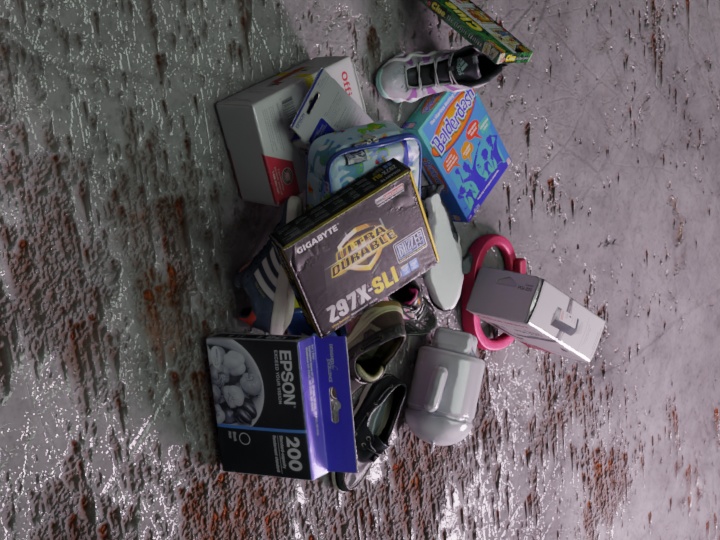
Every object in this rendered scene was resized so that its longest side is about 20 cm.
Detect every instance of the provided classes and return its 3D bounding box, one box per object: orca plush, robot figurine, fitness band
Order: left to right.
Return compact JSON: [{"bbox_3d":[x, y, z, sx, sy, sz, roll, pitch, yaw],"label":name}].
[{"bbox_3d":[0.113,-0.036,1.850,0.104,0.071,0.202,-24,97,-20],"label":"orca plush"},{"bbox_3d":[0.137,0.197,1.864,0.169,0.112,0.203,27,75,-69],"label":"robot figurine"},{"bbox_3d":[0.231,0.038,1.995,0.142,0.037,0.203,-8,101,-42],"label":"fitness band"}]

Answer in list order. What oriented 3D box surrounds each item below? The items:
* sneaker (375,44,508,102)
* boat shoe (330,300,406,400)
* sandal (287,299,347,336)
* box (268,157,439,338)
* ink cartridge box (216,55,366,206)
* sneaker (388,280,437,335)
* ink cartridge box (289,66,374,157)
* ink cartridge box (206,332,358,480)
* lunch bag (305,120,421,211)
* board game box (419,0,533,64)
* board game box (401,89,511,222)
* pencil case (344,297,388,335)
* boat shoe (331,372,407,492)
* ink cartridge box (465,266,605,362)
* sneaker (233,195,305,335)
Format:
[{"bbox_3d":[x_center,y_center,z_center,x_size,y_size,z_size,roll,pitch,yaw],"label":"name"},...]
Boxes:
[{"bbox_3d":[0.131,-0.307,1.737,0.198,0.140,0.079,-16,98,-22],"label":"sneaker"},{"bbox_3d":[0.004,0.126,1.597,0.071,0.067,0.202,8,135,-29],"label":"boat shoe"},{"bbox_3d":[-0.045,0.106,1.675,0.199,0.079,0.088,24,44,-37],"label":"sandal"},{"bbox_3d":[-0.004,-0.028,1.494,0.199,0.049,0.161,-32,131,-14],"label":"box"},{"bbox_3d":[-0.088,-0.198,1.597,0.199,0.083,0.147,-33,119,-37],"label":"ink cartridge box"},{"bbox_3d":[0.066,0.049,1.788,0.199,0.086,0.081,35,73,-43],"label":"sneaker"},{"bbox_3d":[-0.029,-0.182,1.572,0.200,0.039,0.100,43,68,-43],"label":"ink cartridge box"},{"bbox_3d":[-0.107,0.184,1.555,0.043,0.197,0.201,-34,121,-64],"label":"ink cartridge box"},{"bbox_3d":[0.008,-0.095,1.549,0.159,0.082,0.202,-15,123,-28],"label":"lunch bag"},{"bbox_3d":[0.167,-0.385,1.759,0.104,0.200,0.024,-18,146,-50],"label":"board game box"},{"bbox_3d":[0.159,-0.204,1.876,0.153,0.045,0.201,-53,128,-26],"label":"board game box"},{"bbox_3d":[0.000,0.000,1.665,0.082,0.087,0.203,-6,72,-23],"label":"pencil case"},{"bbox_3d":[0.020,0.255,1.786,0.075,0.066,0.201,44,65,-40],"label":"boat shoe"},{"bbox_3d":[0.297,0.075,1.938,0.199,0.145,0.086,32,77,-40],"label":"ink cartridge box"},{"bbox_3d":[-0.128,-0.010,1.563,0.075,0.083,0.203,-52,155,-70],"label":"sneaker"}]
